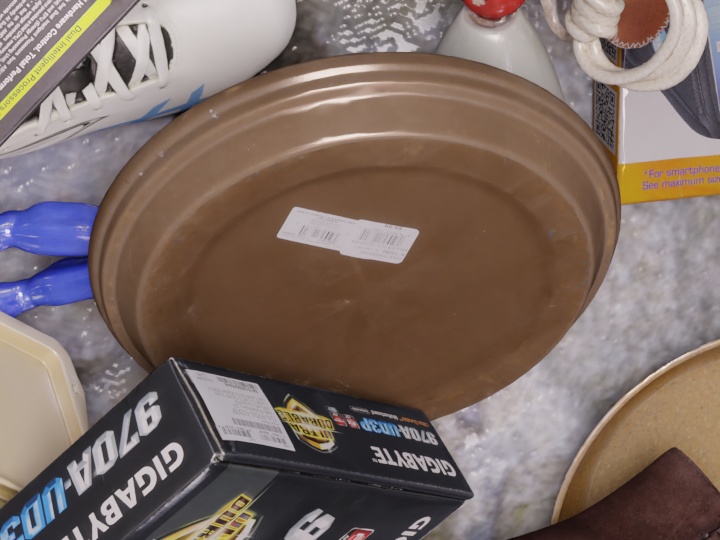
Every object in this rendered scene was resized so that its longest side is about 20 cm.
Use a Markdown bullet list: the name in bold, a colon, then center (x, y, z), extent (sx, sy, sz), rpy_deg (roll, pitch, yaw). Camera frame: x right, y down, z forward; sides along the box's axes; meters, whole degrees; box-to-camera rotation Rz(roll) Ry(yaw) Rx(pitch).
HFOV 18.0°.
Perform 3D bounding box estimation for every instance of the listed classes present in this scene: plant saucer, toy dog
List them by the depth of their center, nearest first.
- **plant saucer**: center (0.000, 0.000, 0.840), extent (0.200, 0.029, 0.200), rpy_deg (-5, 139, -5)
- **toy dog**: center (0.068, -0.090, 0.888), extent (0.132, 0.096, 0.200), rpy_deg (44, 134, 12)
- **plant saucer**: center (0.177, 0.110, 1.031), extent (0.200, 0.035, 0.200), rpy_deg (-4, 113, -10)

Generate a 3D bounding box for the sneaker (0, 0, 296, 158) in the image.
- **sneaker**: center (-0.119, -0.076, 0.867), extent (0.200, 0.072, 0.072), rpy_deg (-13, 118, -7)

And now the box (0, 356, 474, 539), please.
- **box**: center (-0.078, 0.117, 0.848), extent (0.200, 0.046, 0.159), rpy_deg (-41, 150, 21)

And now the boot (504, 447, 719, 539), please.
- **boot**: center (0.074, 0.133, 0.969), extent (0.166, 0.072, 0.200), rpy_deg (-43, 71, -5)

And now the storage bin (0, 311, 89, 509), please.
- **storage bin**: center (-0.234, 0.084, 0.851), extent (0.198, 0.094, 0.200), rpy_deg (30, 119, -35)

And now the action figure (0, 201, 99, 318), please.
- **action figure**: center (-0.096, -0.021, 0.907), extent (0.200, 0.099, 0.065), rpy_deg (-4, 118, 13)

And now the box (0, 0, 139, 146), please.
- **box**: center (-0.158, -0.125, 0.783), extent (0.160, 0.044, 0.200), rpy_deg (42, 101, -15)

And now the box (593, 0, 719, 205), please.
- **box**: center (0.157, -0.130, 0.926), extent (0.119, 0.041, 0.200), rpy_deg (-6, 115, -10)
